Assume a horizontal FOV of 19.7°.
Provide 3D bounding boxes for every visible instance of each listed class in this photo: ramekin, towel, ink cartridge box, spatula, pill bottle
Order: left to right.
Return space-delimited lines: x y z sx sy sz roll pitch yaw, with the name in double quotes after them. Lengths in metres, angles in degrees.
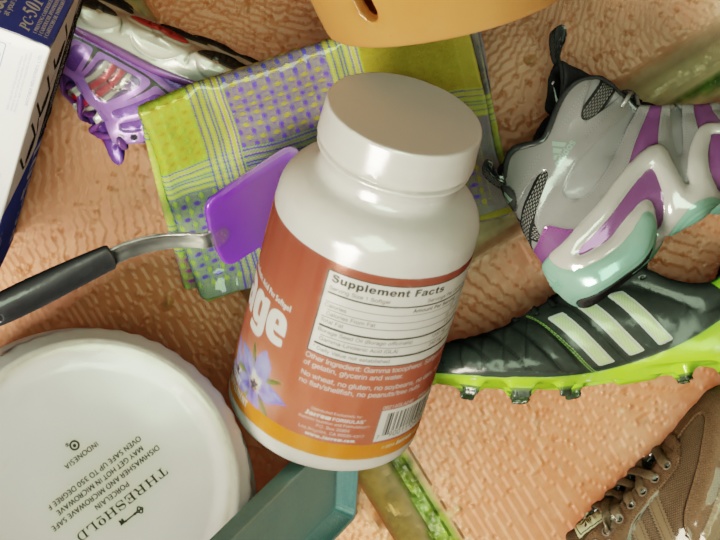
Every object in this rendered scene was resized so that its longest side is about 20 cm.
-0.195 -0.071 1.105 0.044 0.094 0.200 20 128 -5 "ink cartridge box"
-0.150 0.123 1.145 0.201 0.094 0.203 3 75 -11 "ramekin"
-0.119 -0.010 1.131 0.199 0.021 0.057 -21 137 -6 "spatula"
-0.015 -0.063 1.161 0.199 0.023 0.144 -15 127 -4 "towel"
0.000 0.000 1.126 0.112 0.112 0.201 13 121 -4 "pill bottle"

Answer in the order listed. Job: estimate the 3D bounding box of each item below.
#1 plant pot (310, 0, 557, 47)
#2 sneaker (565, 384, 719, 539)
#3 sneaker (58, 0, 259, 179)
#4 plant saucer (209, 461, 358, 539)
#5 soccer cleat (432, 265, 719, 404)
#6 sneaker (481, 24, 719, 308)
0.033 -0.205 1.097 0.199 0.200 0.141 -13 110 0 "plant pot"
0.163 0.153 1.209 0.075 0.070 0.201 21 96 -4 "sneaker"
-0.143 -0.108 1.157 0.199 0.081 0.084 25 102 -6 "sneaker"
-0.047 0.146 1.141 0.019 0.200 0.070 11 113 19 "plant saucer"
0.132 0.031 1.200 0.199 0.068 0.082 -6 82 -3 "soccer cleat"
0.159 -0.086 1.169 0.200 0.078 0.140 -33 82 -20 "sneaker"
